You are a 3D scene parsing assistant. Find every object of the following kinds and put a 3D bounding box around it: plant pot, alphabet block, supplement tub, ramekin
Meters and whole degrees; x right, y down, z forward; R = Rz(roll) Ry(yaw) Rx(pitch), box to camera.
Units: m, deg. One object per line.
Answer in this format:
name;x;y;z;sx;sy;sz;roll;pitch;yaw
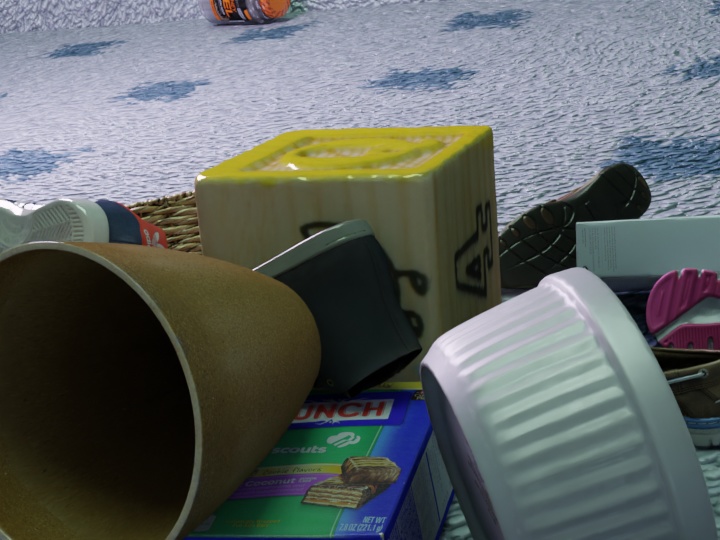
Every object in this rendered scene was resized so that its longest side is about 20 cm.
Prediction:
plant pot;-0.114;0.062;0.763;0.186;0.187;0.200;4;11;28
alphabet block;0.000;0.000;1.009;0.195;0.201;0.196;0;17;19
supplement tub;-0.269;-0.634;2.936;0.199;0.123;0.122;6;24;34
ramekin;0.110;0.108;0.721;0.105;0.201;0.200;-19;21;-5

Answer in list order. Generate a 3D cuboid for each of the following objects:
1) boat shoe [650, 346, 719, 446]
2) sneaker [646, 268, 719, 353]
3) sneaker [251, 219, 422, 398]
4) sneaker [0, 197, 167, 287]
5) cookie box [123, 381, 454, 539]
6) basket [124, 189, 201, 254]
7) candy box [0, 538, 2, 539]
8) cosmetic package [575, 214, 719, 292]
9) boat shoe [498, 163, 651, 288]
boat shoe;0.186;0.076;0.942;0.199;0.073;0.072;3;23;27
sneaker;0.318;0.043;0.968;0.199;0.082;0.088;13;-4;10
sneaker;-0.058;0.057;0.885;0.200;0.107;0.075;-32;-15;24
sneaker;-0.207;-0.012;0.860;0.084;0.075;0.200;7;-1;-44
cookie box;-0.036;0.148;0.827;0.170;0.076;0.200;-4;20;16
basket;-0.180;0.012;1.265;0.199;0.150;0.143;-13;-12;-13
candy box;-0.224;0.093;0.908;0.077;0.170;0.200;4;23;21
cosmetic package;0.263;-0.012;1.072;0.150;0.052;0.200;-1;-4;12
boat shoe;0.200;-0.037;1.258;0.200;0.076;0.074;-27;-1;-24
